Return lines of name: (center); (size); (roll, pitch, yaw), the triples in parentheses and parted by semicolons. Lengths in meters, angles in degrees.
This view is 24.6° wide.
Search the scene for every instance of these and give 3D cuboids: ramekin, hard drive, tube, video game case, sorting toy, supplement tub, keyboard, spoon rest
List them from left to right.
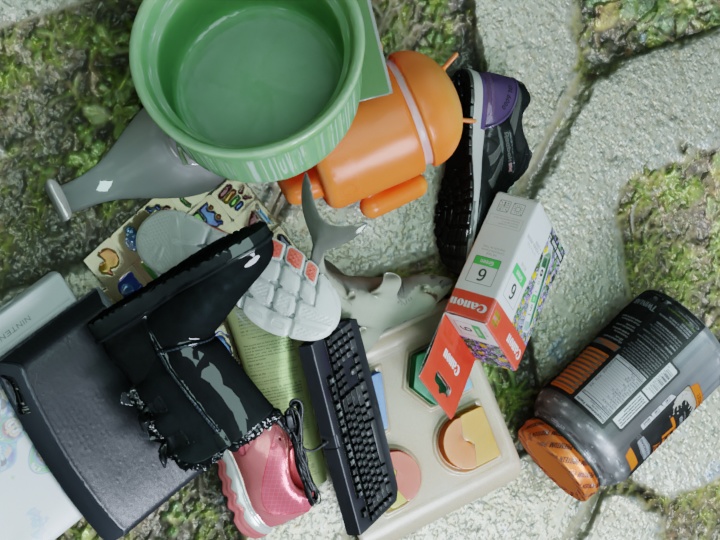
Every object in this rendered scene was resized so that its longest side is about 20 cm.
video game case: (-0.293, 0.134, 1.479); (0.182, 0.024, 0.201); (-38, 111, -24)
hard drive: (-0.226, 0.131, 1.480); (0.135, 0.042, 0.201); (-37, 110, -25)
spoon rest: (-0.201, -0.099, 1.512); (0.199, 0.061, 0.100); (-27, 94, -28)
ramekin: (-0.090, -0.173, 1.408); (0.198, 0.098, 0.202); (-2, 72, 5)
tube: (-0.076, 0.108, 1.562); (0.058, 0.052, 0.202); (-19, 100, -36)
keyboard: (-0.020, 0.153, 1.516); (0.127, 0.020, 0.202); (-33, 118, -41)
sorting toy: (0.051, 0.153, 1.614); (0.184, 0.036, 0.202); (-24, 100, -16)
supplement tub: (0.258, 0.126, 1.637); (0.200, 0.122, 0.123); (-43, 104, -11)

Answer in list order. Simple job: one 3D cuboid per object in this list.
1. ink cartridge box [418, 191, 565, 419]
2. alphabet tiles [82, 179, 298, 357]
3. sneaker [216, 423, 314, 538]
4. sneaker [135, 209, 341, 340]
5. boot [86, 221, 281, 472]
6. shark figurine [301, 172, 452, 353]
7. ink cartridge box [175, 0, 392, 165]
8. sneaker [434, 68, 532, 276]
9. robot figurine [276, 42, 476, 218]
ink cartridge box: (0.128, 0.039, 1.578); (0.201, 0.050, 0.109); (-65, 150, -18)
alphabet tiles: (-0.159, 0.010, 1.553); (0.200, 0.006, 0.167); (-43, 105, -12)
sneaker: (-0.100, 0.144, 1.522); (0.086, 0.074, 0.202); (-20, 101, 15)
sneaker: (-0.105, 0.001, 1.503); (0.199, 0.082, 0.078); (27, 88, 6)
boot: (-0.125, 0.071, 1.434); (0.197, 0.073, 0.163); (-31, 100, 8)
shark figurine: (-0.019, 0.002, 1.545); (0.128, 0.090, 0.214); (-43, 141, 10)
ink cartridge box: (-0.081, -0.189, 1.488); (0.198, 0.048, 0.147); (-13, 70, -1)
sneaker: (0.130, -0.092, 1.611); (0.087, 0.076, 0.202); (5, 91, -24)
robot figurine: (0.010, -0.131, 1.537); (0.198, 0.117, 0.145); (-24, 83, -4)
